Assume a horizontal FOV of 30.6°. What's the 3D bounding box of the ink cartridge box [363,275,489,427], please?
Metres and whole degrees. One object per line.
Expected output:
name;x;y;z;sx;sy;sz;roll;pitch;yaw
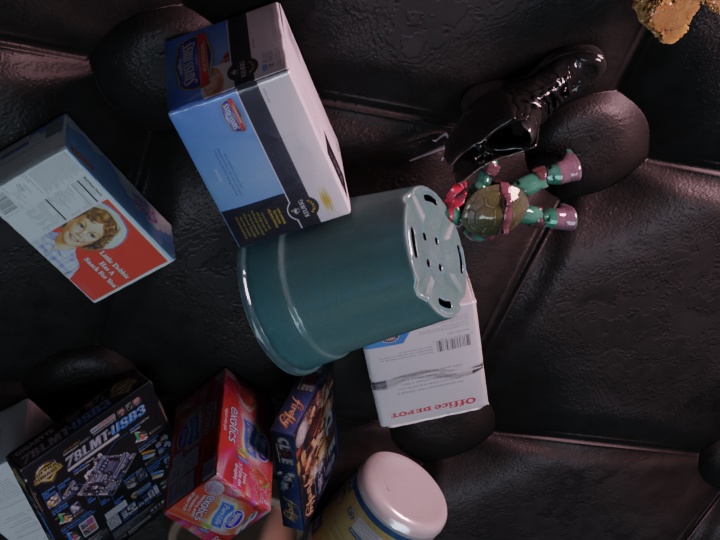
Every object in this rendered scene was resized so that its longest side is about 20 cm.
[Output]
ink cartridge box;0.077;0.094;1.672;0.145;0.084;0.200;-12;134;0

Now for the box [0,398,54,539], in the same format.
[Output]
box;-0.431;0.280;1.740;0.124;0.098;0.200;-25;132;11

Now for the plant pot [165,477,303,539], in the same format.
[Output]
plant pot;-0.172;0.411;1.860;0.200;0.175;0.200;-5;132;-6

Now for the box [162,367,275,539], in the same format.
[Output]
box;-0.176;0.235;1.671;0.100;0.200;0.095;-37;119;22

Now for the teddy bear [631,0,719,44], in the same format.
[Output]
teddy bear;0.363;-0.328;1.357;0.145;0.067;0.200;18;121;-36

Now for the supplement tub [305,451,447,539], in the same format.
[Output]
supplement tub;0.014;0.371;1.870;0.145;0.145;0.200;22;122;-27

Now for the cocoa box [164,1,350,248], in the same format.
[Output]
cocoa box;-0.107;-0.149;1.376;0.131;0.133;0.200;-18;133;7

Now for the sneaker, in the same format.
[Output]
sneaker;0.181;-0.171;1.431;0.200;0.104;0.060;-20;133;8

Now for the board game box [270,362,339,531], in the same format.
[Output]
board game box;-0.070;0.228;1.735;0.035;0.136;0.200;12;136;16

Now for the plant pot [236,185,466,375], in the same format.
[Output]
plant pot;0.000;0.000;1.458;0.196;0.200;0.200;-14;136;26

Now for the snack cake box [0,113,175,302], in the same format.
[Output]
snack cake box;-0.310;-0.065;1.462;0.115;0.067;0.200;-28;132;13

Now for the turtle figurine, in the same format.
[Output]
turtle figurine;0.153;-0.082;1.520;0.200;0.101;0.150;-5;133;-14

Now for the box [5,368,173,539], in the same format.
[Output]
box;-0.327;0.259;1.689;0.200;0.050;0.199;-36;128;-26
